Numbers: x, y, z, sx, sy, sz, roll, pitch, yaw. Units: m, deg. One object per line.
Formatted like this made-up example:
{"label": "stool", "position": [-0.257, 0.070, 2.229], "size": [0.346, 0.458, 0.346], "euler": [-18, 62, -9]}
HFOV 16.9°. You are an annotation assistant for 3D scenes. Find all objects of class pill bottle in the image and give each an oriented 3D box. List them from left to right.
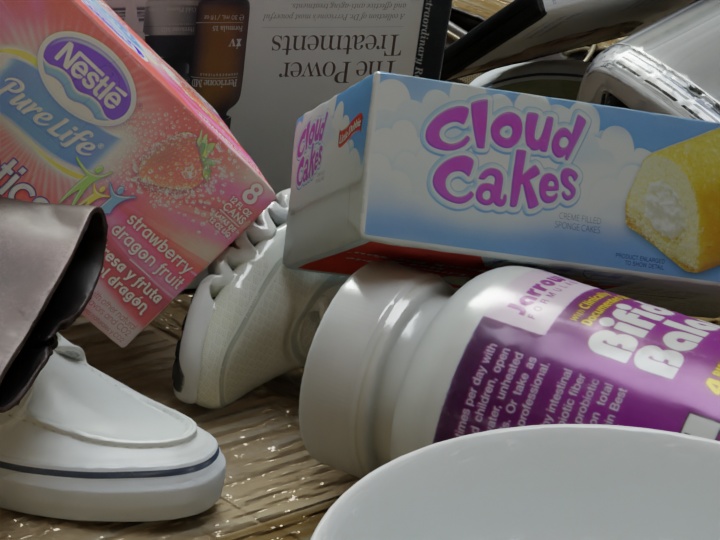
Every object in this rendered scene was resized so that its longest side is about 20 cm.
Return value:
{"label": "pill bottle", "position": [0.082, 0.062, 0.900], "size": [0.200, 0.112, 0.112], "euler": [18, 22, 24]}

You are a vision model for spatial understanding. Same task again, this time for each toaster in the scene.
{"label": "toaster", "position": [0.196, -0.066, 1.241], "size": [0.129, 0.114, 0.200], "euler": [-25, 54, -33]}

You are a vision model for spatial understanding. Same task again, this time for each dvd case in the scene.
{"label": "dvd case", "position": [0.152, -0.146, 1.311], "size": [0.200, 0.018, 0.143], "euler": [-16, -5, -22]}

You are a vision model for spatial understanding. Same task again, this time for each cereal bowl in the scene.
{"label": "cereal bowl", "position": [0.080, 0.129, 0.743], "size": [0.200, 0.083, 0.200], "euler": [3, 26, -2]}

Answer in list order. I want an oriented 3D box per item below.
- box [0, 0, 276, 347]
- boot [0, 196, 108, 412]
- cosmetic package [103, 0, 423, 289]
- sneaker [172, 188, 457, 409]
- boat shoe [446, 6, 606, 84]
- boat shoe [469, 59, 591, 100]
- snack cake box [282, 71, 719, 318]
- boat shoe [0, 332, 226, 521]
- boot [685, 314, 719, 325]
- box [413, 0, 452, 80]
{"label": "box", "position": [-0.141, -0.076, 0.986], "size": [0.200, 0.095, 0.103], "euler": [44, 5, -31]}
{"label": "boot", "position": [-0.201, 0.025, 0.860], "size": [0.166, 0.072, 0.200], "euler": [13, 47, 22]}
{"label": "cosmetic package", "position": [-0.074, -0.069, 1.139], "size": [0.200, 0.151, 0.052], "euler": [-4, 25, -29]}
{"label": "sneaker", "position": [0.000, 0.000, 1.049], "size": [0.081, 0.075, 0.200], "euler": [36, 53, 21]}
{"label": "boat shoe", "position": [0.111, -0.115, 1.452], "size": [0.200, 0.073, 0.074], "euler": [14, 21, 16]}
{"label": "boat shoe", "position": [0.150, -0.068, 1.347], "size": [0.200, 0.072, 0.062], "euler": [11, 26, 5]}
{"label": "snack cake box", "position": [0.080, -0.026, 0.982], "size": [0.200, 0.067, 0.115], "euler": [7, -6, -16]}
{"label": "boat shoe", "position": [-0.146, 0.042, 0.929], "size": [0.200, 0.067, 0.074], "euler": [12, 20, 10]}
{"label": "boot", "position": [0.109, 0.007, 1.142], "size": [0.200, 0.066, 0.175], "euler": [19, 35, 28]}
{"label": "box", "position": [-0.069, -0.099, 1.227], "size": [0.200, 0.149, 0.107], "euler": [-3, 23, -29]}
